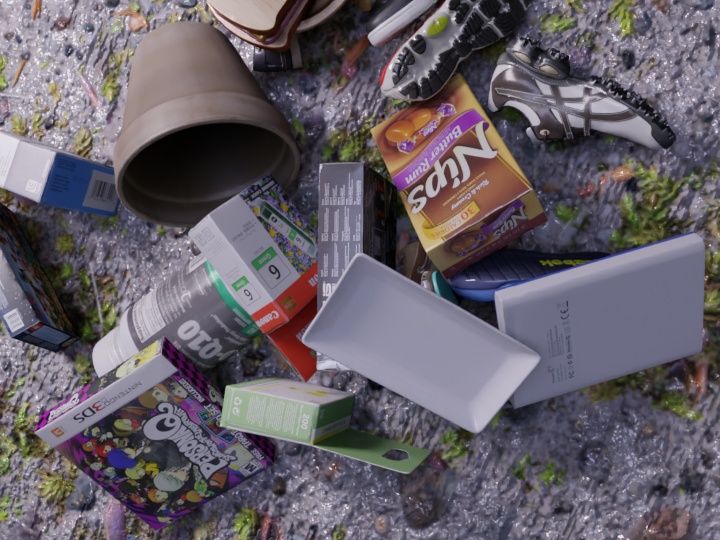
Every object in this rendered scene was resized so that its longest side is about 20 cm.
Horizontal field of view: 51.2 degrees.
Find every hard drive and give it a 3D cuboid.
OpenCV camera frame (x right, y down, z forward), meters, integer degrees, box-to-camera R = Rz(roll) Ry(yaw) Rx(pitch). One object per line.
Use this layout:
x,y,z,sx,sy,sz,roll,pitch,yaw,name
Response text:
0.232,0.050,0.725,0.198,0.025,0.133,-16,120,-4,hard drive

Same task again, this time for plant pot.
-0.181,-0.173,0.842,0.198,0.200,0.175,-22,65,13,plant pot

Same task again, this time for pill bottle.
-0.200,0.065,0.861,0.199,0.113,0.114,-36,79,12,pill bottle

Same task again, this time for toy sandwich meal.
-0.091,-0.345,0.800,0.203,0.070,0.207,1,95,13,toy sandwich meal

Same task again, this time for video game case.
-0.225,0.190,0.843,0.180,0.036,0.200,-30,119,13,video game case

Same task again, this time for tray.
0.056,0.067,0.689,0.199,0.022,0.108,29,113,-12,tray

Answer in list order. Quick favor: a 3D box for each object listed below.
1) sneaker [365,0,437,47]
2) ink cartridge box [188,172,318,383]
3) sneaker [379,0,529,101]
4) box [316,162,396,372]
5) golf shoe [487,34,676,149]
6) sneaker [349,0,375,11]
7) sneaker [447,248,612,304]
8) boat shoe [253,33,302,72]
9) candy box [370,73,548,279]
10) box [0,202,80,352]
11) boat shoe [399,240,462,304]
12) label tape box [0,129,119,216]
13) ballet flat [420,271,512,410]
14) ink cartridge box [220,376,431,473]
0.058,-0.341,0.807,0.200,0.073,0.112,-42,99,-7,sneaker
-0.079,0.007,0.804,0.050,0.109,0.201,-31,98,44,ink cartridge box
0.095,-0.259,0.816,0.200,0.085,0.077,-40,107,-9,sneaker
0.000,0.000,0.787,0.049,0.158,0.202,0,88,15,box
0.226,-0.164,0.786,0.199,0.078,0.095,33,113,16,golf shoe
-0.035,-0.390,0.862,0.200,0.075,0.090,43,90,6,sneaker
0.184,0.027,0.756,0.198,0.074,0.083,4,117,-5,sneaker
-0.122,-0.327,0.872,0.062,0.073,0.202,-16,88,-3,boat shoe
0.095,-0.101,0.768,0.116,0.056,0.201,-31,48,11,candy box
-0.422,-0.002,0.909,0.037,0.137,0.201,-31,80,-8,box
0.081,-0.005,0.814,0.073,0.076,0.201,29,89,22,boat shoe
-0.410,-0.130,0.908,0.198,0.144,0.064,20,93,15,label tape box
0.091,0.084,0.759,0.072,0.072,0.201,-30,125,11,ballet flat
-0.028,0.158,0.793,0.198,0.145,0.048,9,88,15,ink cartridge box
